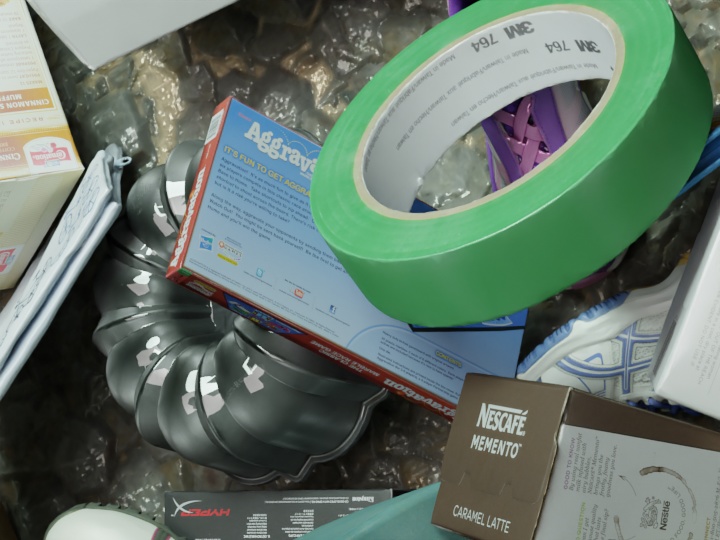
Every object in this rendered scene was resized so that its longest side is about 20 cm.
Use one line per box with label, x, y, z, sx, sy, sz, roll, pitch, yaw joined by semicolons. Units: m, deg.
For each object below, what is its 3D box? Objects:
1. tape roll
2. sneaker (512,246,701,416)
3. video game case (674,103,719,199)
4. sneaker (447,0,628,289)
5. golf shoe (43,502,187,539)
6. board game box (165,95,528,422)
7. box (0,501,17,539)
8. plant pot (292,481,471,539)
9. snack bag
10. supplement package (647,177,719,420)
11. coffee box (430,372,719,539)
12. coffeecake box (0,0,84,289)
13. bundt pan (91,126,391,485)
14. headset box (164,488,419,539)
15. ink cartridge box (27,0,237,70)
tape roll;0.071;-0.061;1.055;0.199;0.048;0.201;-24;34;18
sneaker;0.165;0.049;1.138;0.199;0.075;0.089;-35;73;22
video game case;0.175;-0.065;1.084;0.199;0.143;0.018;-36;92;2
sneaker;0.089;-0.088;1.187;0.080;0.088;0.202;-18;77;23
golf shoe;-0.114;0.196;1.175;0.200;0.088;0.077;42;105;28
board game box;0.000;0.000;1.122;0.019;0.199;0.104;-29;40;53
box;-0.238;0.131;1.245;0.021;0.200;0.165;-21;99;1
plant pot;-0.018;0.202;1.070;0.142;0.200;0.141;54;145;-6
snack bag;-0.191;0.011;1.275;0.021;0.200;0.189;31;100;-11
supplement package;0.250;0.036;1.033;0.198;0.121;0.121;21;94;5
coffee box;0.150;0.115;1.051;0.114;0.199;0.080;2;76;67
coffeecake box;-0.250;-0.106;1.330;0.154;0.073;0.201;-49;57;53
bundt pan;-0.072;0.017;1.194;0.201;0.075;0.204;-5;82;38
headset box;-0.031;0.223;1.218;0.148;0.077;0.202;-5;83;28
ink cartridge box;-0.109;-0.229;1.255;0.145;0.085;0.201;-22;37;24
